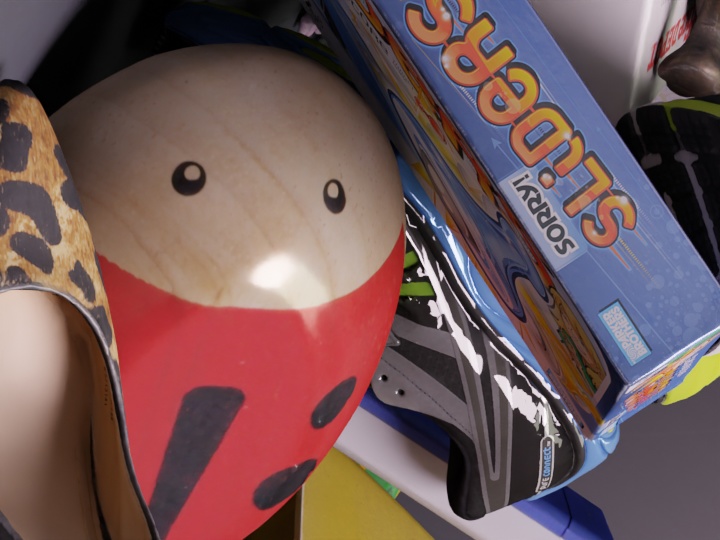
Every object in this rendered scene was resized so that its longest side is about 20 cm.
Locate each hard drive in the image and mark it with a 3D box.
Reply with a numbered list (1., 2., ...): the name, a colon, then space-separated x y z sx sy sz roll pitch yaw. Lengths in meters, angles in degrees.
1. hard drive: -0.002 0.046 1.014 0.025 0.199 0.132 -57 179 3

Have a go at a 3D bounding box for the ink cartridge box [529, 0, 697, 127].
1. ink cartridge box: 0.074 -0.157 0.886 0.145 0.083 0.201 -43 145 -69

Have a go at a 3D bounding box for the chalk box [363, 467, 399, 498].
1. chalk box: 0.016 -0.015 1.277 0.201 0.124 0.125 -60 174 30

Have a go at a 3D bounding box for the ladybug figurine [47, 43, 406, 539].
1. ladybug figurine: -0.053 0.024 0.832 0.201 0.135 0.072 111 -26 -44

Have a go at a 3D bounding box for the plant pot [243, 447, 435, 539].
1. plant pot: -0.014 0.212 1.000 0.200 0.176 0.201 -46 -156 26

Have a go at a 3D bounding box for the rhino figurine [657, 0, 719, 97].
1. rhino figurine: 0.135 -0.069 0.926 0.200 0.059 0.088 74 35 -72

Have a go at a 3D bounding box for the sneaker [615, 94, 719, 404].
1. sneaker: 0.118 -0.014 0.836 0.080 0.074 0.200 -19 172 -3

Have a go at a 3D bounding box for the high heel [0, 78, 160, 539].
1. high heel: -0.061 0.049 0.704 0.142 0.071 0.202 -3 -97 51

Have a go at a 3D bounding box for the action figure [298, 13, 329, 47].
1. action figure: 0.031 -0.068 1.039 0.200 0.134 0.149 -29 168 -47

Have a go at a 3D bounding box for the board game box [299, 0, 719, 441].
1. board game box: 0.025 -0.053 0.769 0.034 0.201 0.135 -32 171 -5

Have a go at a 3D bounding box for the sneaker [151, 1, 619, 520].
1. sneaker: 0.000 0.000 0.901 0.083 0.200 0.071 -37 -163 8

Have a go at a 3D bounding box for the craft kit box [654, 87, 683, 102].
1. craft kit box: 0.110 -0.084 1.175 0.049 0.199 0.198 90 20 -50
